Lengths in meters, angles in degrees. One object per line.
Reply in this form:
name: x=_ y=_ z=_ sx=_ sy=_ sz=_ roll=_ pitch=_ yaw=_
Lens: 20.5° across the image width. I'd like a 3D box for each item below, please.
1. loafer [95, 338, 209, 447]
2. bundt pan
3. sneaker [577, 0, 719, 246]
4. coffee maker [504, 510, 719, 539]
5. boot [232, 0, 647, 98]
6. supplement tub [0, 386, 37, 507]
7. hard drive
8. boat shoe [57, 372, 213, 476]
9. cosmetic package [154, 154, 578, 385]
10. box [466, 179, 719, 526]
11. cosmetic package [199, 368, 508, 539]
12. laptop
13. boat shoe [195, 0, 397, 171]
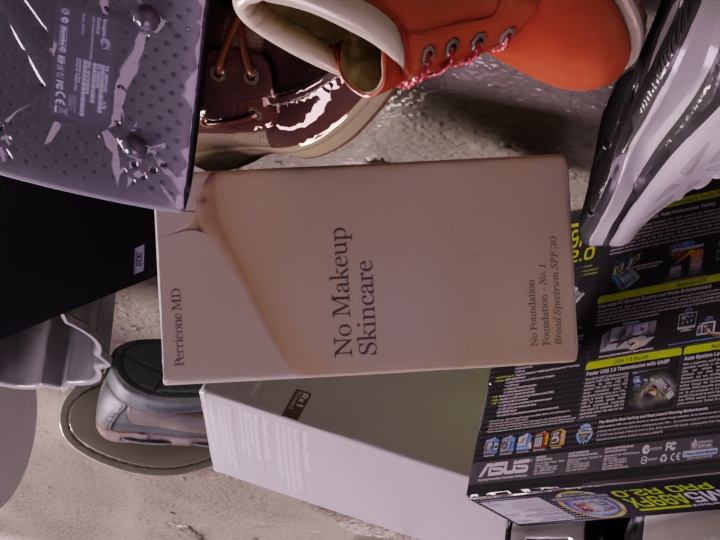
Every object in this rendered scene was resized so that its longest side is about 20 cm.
loafer: x=-0.076 y=0.086 z=1.290 sx=0.199 sy=0.072 sz=0.063 roll=8 pitch=131 yaw=-25
bundt pan: x=-0.241 y=0.000 z=1.219 sx=0.201 sy=0.076 sz=0.202 roll=11 pitch=158 yaw=4
sneaker: x=0.167 y=-0.052 z=0.876 sx=0.115 sy=0.076 sz=0.201 roll=16 pitch=155 yaw=-2
coffee maker: x=0.209 y=0.153 z=1.089 sx=0.192 sy=0.135 sz=0.200 roll=19 pitch=159 yaw=-35
boot: x=0.032 y=-0.103 z=0.798 sx=0.200 sy=0.108 sz=0.075 roll=26 pitch=153 yaw=-31
supplement tub: x=-0.346 y=0.100 z=1.420 sx=0.199 sy=0.145 sz=0.145 roll=5 pitch=156 yaw=17
hard drive: x=-0.160 y=-0.109 z=0.889 sx=0.199 sy=0.042 sz=0.135 roll=16 pitch=125 yaw=9
boat shoe: x=-0.113 y=0.092 z=1.335 sx=0.199 sy=0.075 sz=0.066 roll=-8 pitch=-173 yaw=-26
cosmetic package: x=0.000 y=0.000 z=0.972 sx=0.199 sy=0.104 sz=0.073 roll=-4 pitch=178 yaw=-7
box: x=0.151 y=0.039 z=0.990 sx=0.044 sy=0.161 sz=0.200 roll=31 pitch=150 yaw=-35
cosmetic package: x=0.017 y=0.088 z=1.188 sx=0.199 sy=0.107 sz=0.090 roll=13 pitch=139 yaw=18
laptop: x=-0.210 y=-0.053 z=1.044 sx=0.199 sy=0.103 sz=0.178 roll=21 pitch=142 yaw=9
boat shoe: x=-0.049 y=-0.095 z=0.910 sx=0.072 sy=0.072 sz=0.200 roll=25 pitch=161 yaw=-30
